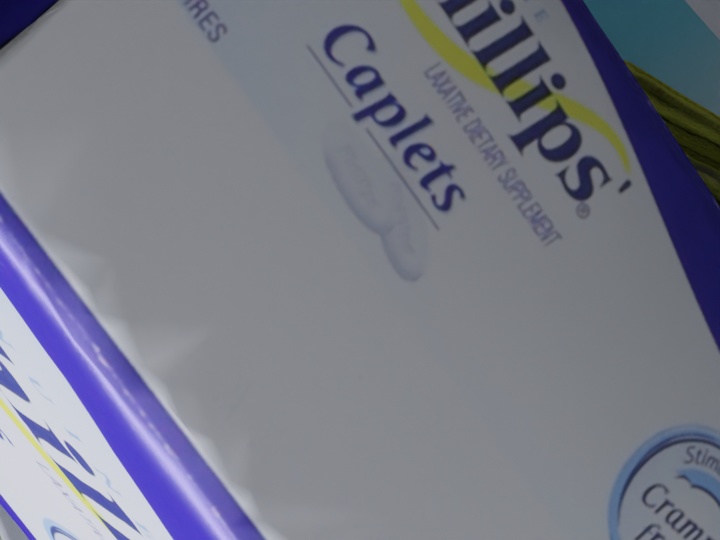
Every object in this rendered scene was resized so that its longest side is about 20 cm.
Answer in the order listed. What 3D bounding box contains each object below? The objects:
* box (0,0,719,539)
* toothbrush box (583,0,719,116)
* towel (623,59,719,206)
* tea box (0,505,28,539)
[{"bbox_3d":[-0.020,0.005,0.552,0.184,0.105,0.200,54,164,-18],"label":"box"},{"bbox_3d":[0.093,-0.064,0.601,0.200,0.146,0.085,45,161,-17],"label":"toothbrush box"},{"bbox_3d":[0.079,0.032,0.594,0.086,0.018,0.200,34,161,18],"label":"towel"},{"bbox_3d":[-0.003,0.064,0.886,0.200,0.197,0.134,62,178,39],"label":"tea box"}]
